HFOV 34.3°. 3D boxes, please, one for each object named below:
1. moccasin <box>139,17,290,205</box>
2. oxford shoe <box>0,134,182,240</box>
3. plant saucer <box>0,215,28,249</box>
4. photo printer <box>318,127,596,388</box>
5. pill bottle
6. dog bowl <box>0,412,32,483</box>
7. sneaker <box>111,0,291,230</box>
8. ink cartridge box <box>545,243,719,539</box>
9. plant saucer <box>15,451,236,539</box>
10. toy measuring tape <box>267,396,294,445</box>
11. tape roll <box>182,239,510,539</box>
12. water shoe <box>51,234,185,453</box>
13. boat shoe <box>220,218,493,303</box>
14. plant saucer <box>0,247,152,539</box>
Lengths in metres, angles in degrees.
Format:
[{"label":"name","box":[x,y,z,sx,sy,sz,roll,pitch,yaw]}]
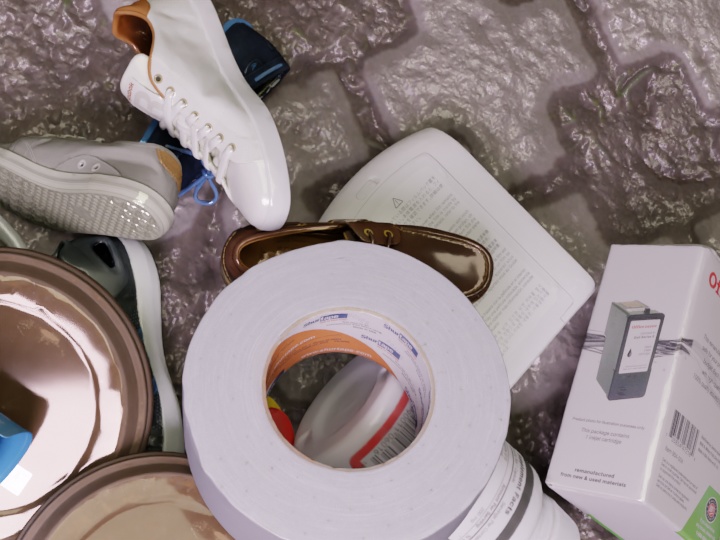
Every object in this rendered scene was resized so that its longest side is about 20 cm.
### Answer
[{"label":"moccasin","box":[-0.117,-0.104,0.881,0.068,0.080,0.201,32,71,-4]},{"label":"oxford shoe","box":[-0.200,-0.066,0.815,0.199,0.075,0.058,10,59,31]},{"label":"plant saucer","box":[-0.318,0.038,0.805,0.198,0.050,0.202,4,76,-15]},{"label":"photo printer","box":[0.063,0.000,0.913,0.200,0.069,0.166,44,72,-2]},{"label":"pill bottle","box":[0.058,0.156,0.840,0.200,0.114,0.114,43,69,-17]},{"label":"dog bowl","box":[-0.260,0.118,0.632,0.050,0.200,0.112,45,102,7]},{"label":"sneaker","box":[-0.117,-0.106,0.809,0.084,0.073,0.201,-15,64,-28]},{"label":"ink cartridge box","box":[0.233,0.099,0.898,0.145,0.084,0.201,39,64,-43]},{"label":"plant saucer","box":[-0.121,0.211,0.713,0.198,0.029,0.202,5,75,-18]},{"label":"toy measuring tape","box":[-0.073,0.159,0.847,0.073,0.073,0.202,-18,97,-19]},{"label":"tape roll","box":[-0.010,0.084,0.725,0.198,0.066,0.202,3,62,-6]},{"label":"water shoe","box":[-0.178,0.075,0.817,0.078,0.071,0.202,-3,76,-34]},{"label":"boat shoe","box":[0.000,0.000,0.828,0.198,0.068,0.073,3,85,-6]},{"label":"plant saucer","box":[-0.234,0.086,0.749,0.198,0.029,0.202,0,92,-9]}]
